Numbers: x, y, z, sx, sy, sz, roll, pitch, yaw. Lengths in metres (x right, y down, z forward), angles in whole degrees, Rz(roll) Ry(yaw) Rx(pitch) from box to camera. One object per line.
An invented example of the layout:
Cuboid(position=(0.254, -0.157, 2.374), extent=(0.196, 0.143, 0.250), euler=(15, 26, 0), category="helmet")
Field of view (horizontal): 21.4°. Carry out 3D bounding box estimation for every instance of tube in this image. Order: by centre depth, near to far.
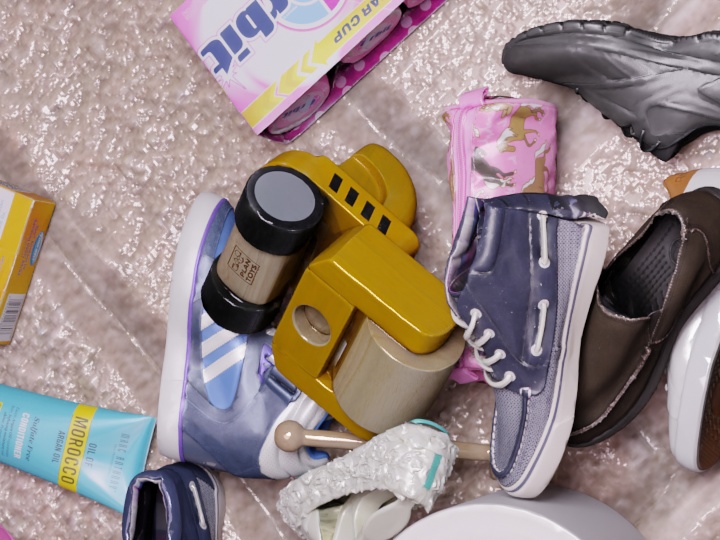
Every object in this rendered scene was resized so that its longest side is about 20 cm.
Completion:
Cuboid(position=(-0.253, 0.124, 1.463), extent=(0.198, 0.050, 0.078), euler=(15, 101, 14), category="tube")

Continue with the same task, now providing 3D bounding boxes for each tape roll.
Cuboid(position=(0.104, 0.250, 1.278), extent=(0.200, 0.139, 0.205), euler=(0, 89, 19), category="tape roll")

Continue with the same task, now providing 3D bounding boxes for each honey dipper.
Cuboid(position=(0.038, 0.123, 1.328), extent=(0.198, 0.038, 0.038), euler=(4, 90, 2), category="honey dipper")

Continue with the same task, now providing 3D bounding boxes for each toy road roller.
Cuboid(position=(0.000, 0.000, 1.312), extent=(0.200, 0.146, 0.123), euler=(41, 138, 12), category="toy road roller")

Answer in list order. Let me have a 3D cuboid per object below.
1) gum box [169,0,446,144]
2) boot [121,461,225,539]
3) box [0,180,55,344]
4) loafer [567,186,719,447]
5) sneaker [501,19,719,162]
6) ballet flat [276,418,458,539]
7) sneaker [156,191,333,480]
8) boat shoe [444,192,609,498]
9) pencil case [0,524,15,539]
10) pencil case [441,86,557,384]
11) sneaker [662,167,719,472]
Cuboid(position=(-0.024, -0.201, 1.372), extent=(0.200, 0.066, 0.114), euler=(-41, 76, 14), category="gum box")
Cuboid(position=(-0.142, 0.241, 1.393), extent=(0.072, 0.090, 0.202), euler=(-3, 88, 19), category="boot")
Cuboid(position=(-0.346, -0.032, 1.500), extent=(0.198, 0.041, 0.120), euler=(22, 96, 21), category="box")
Cuboid(position=(0.168, 0.027, 1.239), extent=(0.073, 0.071, 0.201), euler=(44, 115, 35), category="loafer")
Cuboid(position=(0.188, -0.123, 1.294), extent=(0.198, 0.076, 0.092), euler=(10, 99, 22), category="sneaker")
Cuboid(position=(-0.004, 0.161, 1.304), extent=(0.200, 0.071, 0.072), euler=(-40, 73, 53), category="ballet flat")
Cuboid(position=(-0.064, 0.051, 1.384), extent=(0.145, 0.081, 0.202), euler=(7, 84, 7), category="sneaker")
Cuboid(position=(0.091, 0.044, 1.224), extent=(0.092, 0.075, 0.202), euler=(8, 97, -22), category="boat shoe")
Cuboid(position=(-0.337, 0.282, 1.467), extent=(0.093, 0.091, 0.201), euler=(32, 102, 11), category="pencil case")
Cuboid(position=(0.095, -0.022, 1.312), extent=(0.082, 0.087, 0.203), euler=(1, 90, 4), category="pencil case")
Cuboid(position=(0.223, 0.031, 1.286), extent=(0.084, 0.072, 0.202), euler=(9, 91, 39), category="sneaker")
